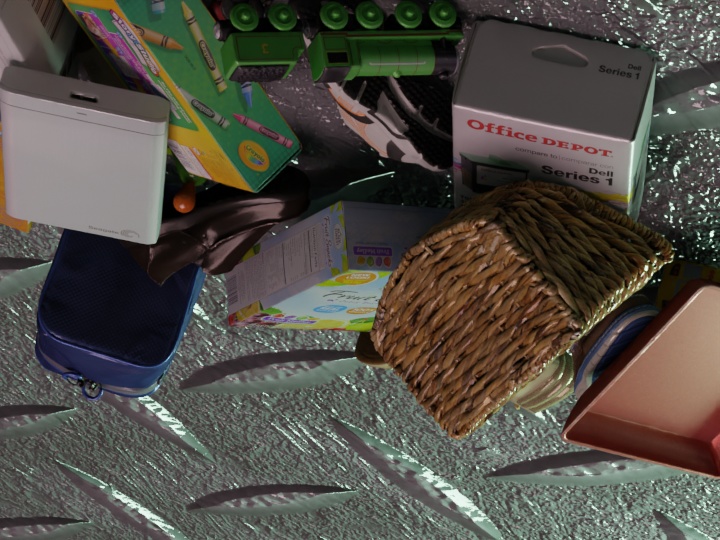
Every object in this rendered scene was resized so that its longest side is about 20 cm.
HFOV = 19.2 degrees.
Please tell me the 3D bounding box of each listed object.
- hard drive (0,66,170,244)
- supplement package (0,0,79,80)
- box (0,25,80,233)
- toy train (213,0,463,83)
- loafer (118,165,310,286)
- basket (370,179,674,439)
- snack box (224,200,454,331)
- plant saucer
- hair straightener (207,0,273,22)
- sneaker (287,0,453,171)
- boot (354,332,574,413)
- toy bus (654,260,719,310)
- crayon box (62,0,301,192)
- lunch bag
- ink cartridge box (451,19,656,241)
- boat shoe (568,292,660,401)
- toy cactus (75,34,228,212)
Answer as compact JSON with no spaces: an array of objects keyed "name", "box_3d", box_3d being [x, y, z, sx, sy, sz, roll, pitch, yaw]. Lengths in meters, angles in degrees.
[{"name":"hard drive","box_3d":[-0.222,-0.089,1.710,0.131,0.027,0.200,11,153,-2]},{"name":"supplement package","box_3d":[-0.334,-0.222,1.684,0.198,0.118,0.117,7,151,20]},{"name":"box","box_3d":[-0.277,-0.132,1.809,0.041,0.120,0.200,18,151,1]},{"name":"toy train","box_3d":[-0.012,-0.168,1.577,0.198,0.057,0.042,-3,160,-22]},{"name":"loafer","box_3d":[-0.118,-0.037,1.851,0.199,0.073,0.072,-15,109,35]},{"name":"basket","box_3d":[0.117,0.010,1.669,0.143,0.149,0.200,49,138,5]},{"name":"snack box","box_3d":[0.000,0.000,1.868,0.167,0.068,0.200,3,162,-34]},{"name":"plant saucer","box_3d":[0.292,0.086,1.790,0.199,0.037,0.200,15,129,-35]},{"name":"hair straightener","box_3d":[-0.079,-0.218,1.599,0.041,0.077,0.200,47,164,6]},{"name":"sneaker","box_3d":[-0.002,-0.147,1.672,0.080,0.074,0.200,5,146,46]},{"name":"boot","box_3d":[0.101,0.082,2.017,0.155,0.073,0.199,29,154,-29]},{"name":"toy bus","box_3d":[0.297,0.073,1.888,0.077,0.066,0.201,12,151,11]},{"name":"crayon box","box_3d":[-0.143,-0.159,1.657,0.118,0.058,0.201,20,149,57]},{"name":"lunch bag","box_3d":[-0.220,0.023,1.959,0.135,0.202,0.132,20,162,-3]},{"name":"ink cartridge box","box_3d":[0.149,-0.093,1.661,0.143,0.085,0.201,12,151,11]},{"name":"boat shoe","box_3d":[0.209,0.057,1.839,0.072,0.073,0.200,-17,159,-14]},{"name":"toy cactus","box_3d":[-0.190,-0.129,1.808,0.199,0.103,0.165,1,139,45]}]
